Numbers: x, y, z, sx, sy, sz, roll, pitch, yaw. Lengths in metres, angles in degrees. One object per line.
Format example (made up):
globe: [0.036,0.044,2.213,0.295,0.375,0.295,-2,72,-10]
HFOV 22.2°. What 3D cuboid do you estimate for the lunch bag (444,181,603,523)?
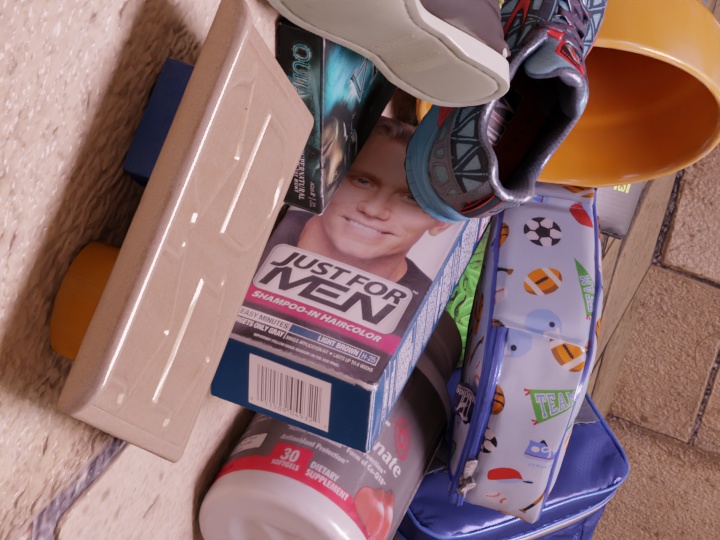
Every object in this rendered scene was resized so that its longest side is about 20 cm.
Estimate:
lunch bag: [0.099,0.052,1.141,0.161,0.075,0.201,102,1,-49]

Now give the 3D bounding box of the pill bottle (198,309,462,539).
pill bottle: [-0.009,0.102,1.129,0.111,0.110,0.201,95,19,-46]

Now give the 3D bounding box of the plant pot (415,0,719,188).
plant pot: [0.141,-0.179,1.201,0.200,0.198,0.185,76,17,-66]

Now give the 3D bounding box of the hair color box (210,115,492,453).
hair color box: [0.000,0.000,1.049,0.061,0.099,0.201,96,18,-46]

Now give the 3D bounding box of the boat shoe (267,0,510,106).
boat shoe: [0.010,-0.145,0.907,0.201,0.071,0.061,31,56,-53]

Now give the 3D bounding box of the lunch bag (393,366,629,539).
lunch bag: [0.074,0.142,1.263,0.199,0.136,0.133,-15,143,-28]

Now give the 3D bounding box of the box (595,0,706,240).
box: [0.161,-0.141,1.366,0.200,0.047,0.195,31,-76,61]

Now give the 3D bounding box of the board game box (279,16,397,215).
board game box: [0.008,-0.146,1.033,0.136,0.028,0.201,91,22,-50]

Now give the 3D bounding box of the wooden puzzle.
wooden puzzle: [-0.084,-0.014,0.833,0.200,0.046,0.186,64,47,-78]

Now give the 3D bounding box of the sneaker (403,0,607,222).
sneaker: [0.105,-0.114,1.013,0.095,0.079,0.201,8,-108,62]

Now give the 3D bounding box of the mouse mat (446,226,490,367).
mouse mat: [0.059,0.026,1.294,0.199,0.008,0.162,7,103,-51]
